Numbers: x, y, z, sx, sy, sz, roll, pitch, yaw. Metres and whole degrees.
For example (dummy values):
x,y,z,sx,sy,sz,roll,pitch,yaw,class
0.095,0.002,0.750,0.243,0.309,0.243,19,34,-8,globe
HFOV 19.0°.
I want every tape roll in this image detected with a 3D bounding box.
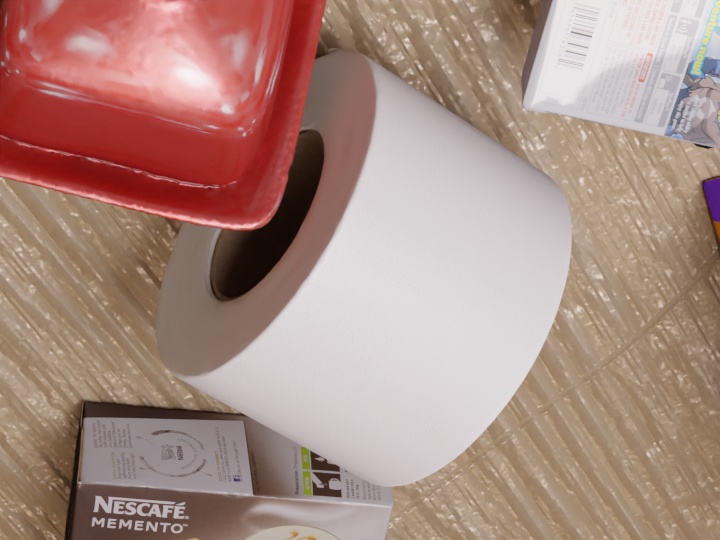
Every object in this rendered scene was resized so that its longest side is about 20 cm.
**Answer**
x,y,z,sx,sy,sz,roll,pitch,yaw,class
0.000,0.000,1.189,0.139,0.203,0.203,31,120,-25,tape roll

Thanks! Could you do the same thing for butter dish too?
x,y,z,sx,sy,sz,roll,pitch,yaw,class
-0.105,-0.139,1.066,0.199,0.200,0.148,14,168,-13,butter dish

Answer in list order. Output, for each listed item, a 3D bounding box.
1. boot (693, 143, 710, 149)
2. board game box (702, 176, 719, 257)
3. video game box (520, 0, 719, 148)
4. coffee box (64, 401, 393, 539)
x,y,z,sx,sy,sz,roll,pitch,yaw,class
0.245,-0.137,1.187,0.199,0.077,0.168,23,121,-16,boot
0.333,0.054,1.266,0.199,0.200,0.200,-16,128,8,board game box
0.194,-0.160,1.105,0.181,0.047,0.201,13,120,-4,video game box
-0.088,0.157,1.391,0.199,0.080,0.115,6,127,-9,coffee box
